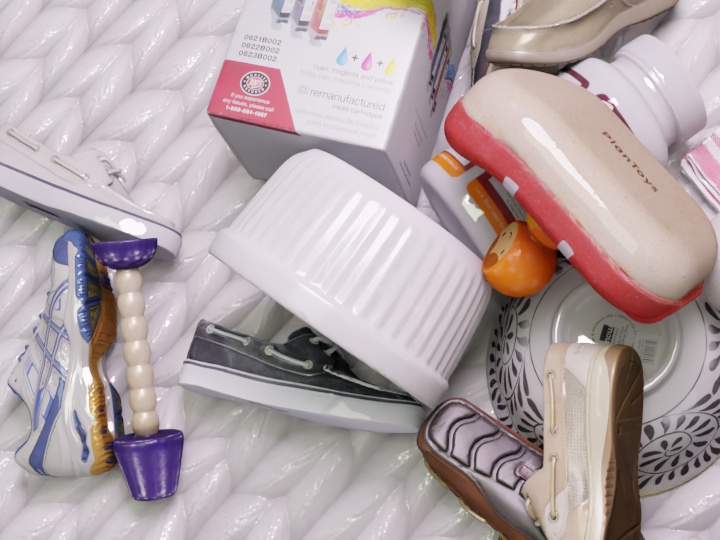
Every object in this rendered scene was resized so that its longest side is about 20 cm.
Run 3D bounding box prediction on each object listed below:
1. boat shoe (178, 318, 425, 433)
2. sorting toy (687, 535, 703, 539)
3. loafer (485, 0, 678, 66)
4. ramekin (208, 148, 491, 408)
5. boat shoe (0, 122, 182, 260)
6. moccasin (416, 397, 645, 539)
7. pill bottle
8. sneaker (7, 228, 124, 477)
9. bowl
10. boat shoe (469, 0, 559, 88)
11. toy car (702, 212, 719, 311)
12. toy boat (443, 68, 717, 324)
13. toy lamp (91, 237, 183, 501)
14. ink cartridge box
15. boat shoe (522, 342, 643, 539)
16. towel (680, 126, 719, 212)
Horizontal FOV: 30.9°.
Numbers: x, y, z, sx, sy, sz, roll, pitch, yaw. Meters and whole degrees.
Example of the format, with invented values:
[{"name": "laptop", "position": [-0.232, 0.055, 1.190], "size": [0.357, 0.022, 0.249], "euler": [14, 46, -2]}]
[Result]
[{"name": "boat shoe", "position": [-0.042, 0.078, 0.997], "size": [0.199, 0.072, 0.068], "euler": [10, 78, 22]}, {"name": "sorting toy", "position": [0.180, 0.276, 0.831], "size": [0.069, 0.199, 0.200], "euler": [23, 78, 40]}, {"name": "loafer", "position": [0.165, -0.207, 0.985], "size": [0.200, 0.069, 0.076], "euler": [-31, 27, -35]}, {"name": "ramekin", "position": [0.000, 0.000, 0.934], "size": [0.200, 0.200, 0.105], "euler": [34, 87, 19]}, {"name": "boat shoe", "position": [-0.228, -0.069, 1.079], "size": [0.199, 0.072, 0.066], "euler": [21, 77, 21]}, {"name": "moccasin", "position": [0.124, 0.174, 0.930], "size": [0.201, 0.078, 0.074], "euler": [31, 67, 13]}, {"name": "pill bottle", "position": [0.153, -0.084, 0.971], "size": [0.200, 0.113, 0.113], "euler": [-34, 70, -3]}, {"name": "sneaker", "position": [-0.244, 0.065, 1.038], "size": [0.088, 0.075, 0.201], "euler": [-9, 73, 11]}, {"name": "bowl", "position": [0.184, 0.058, 0.936], "size": [0.200, 0.094, 0.202], "euler": [-3, 74, 12]}, {"name": "boat shoe", "position": [0.118, -0.186, 1.038], "size": [0.062, 0.071, 0.201], "euler": [11, 90, 52]}, {"name": "toy car", "position": [0.340, 0.008, 0.879], "size": [0.175, 0.150, 0.201], "euler": [-12, 110, 44]}, {"name": "toy boat", "position": [0.128, -0.035, 0.860], "size": [0.200, 0.130, 0.131], "euler": [50, 121, 13]}, {"name": "toy lamp", "position": [-0.170, 0.076, 1.007], "size": [0.058, 0.058, 0.201], "euler": [-4, 92, 11]}, {"name": "ink cartridge box", "position": [-0.007, -0.172, 1.017], "size": [0.145, 0.145, 0.201], "euler": [13, 76, 15]}, {"name": "boat shoe", "position": [0.144, 0.148, 0.861], "size": [0.065, 0.072, 0.201], "euler": [3, 88, 33]}, {"name": "towel", "position": [0.359, -0.095, 0.976], "size": [0.200, 0.030, 0.146], "euler": [-41, 71, -2]}]
